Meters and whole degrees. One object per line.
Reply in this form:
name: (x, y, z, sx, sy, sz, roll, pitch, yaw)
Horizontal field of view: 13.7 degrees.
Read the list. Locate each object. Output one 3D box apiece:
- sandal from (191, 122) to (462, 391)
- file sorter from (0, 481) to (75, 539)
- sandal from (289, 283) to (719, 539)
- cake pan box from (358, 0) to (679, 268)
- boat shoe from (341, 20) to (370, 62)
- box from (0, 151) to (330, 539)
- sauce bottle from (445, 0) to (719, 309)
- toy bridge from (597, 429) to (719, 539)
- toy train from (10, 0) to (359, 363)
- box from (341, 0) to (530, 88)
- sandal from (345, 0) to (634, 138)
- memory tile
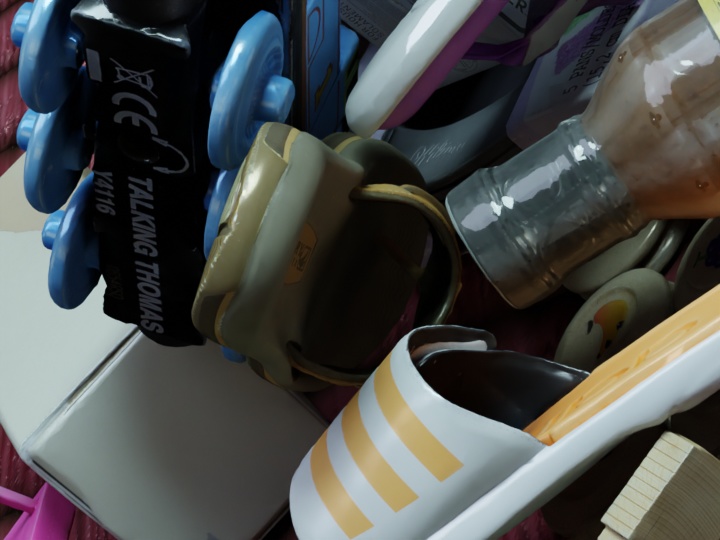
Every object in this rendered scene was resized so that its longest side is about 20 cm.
sandal: (0.000, 0.000, 0.857, 0.200, 0.054, 0.080, 19, -92, -80)
file sorter: (-0.205, 0.159, 1.044, 0.200, 0.125, 0.139, -51, 21, 45)
sandal: (0.041, 0.033, 0.832, 0.207, 0.059, 0.079, -36, 1, 15)
cake pan box: (0.074, -0.094, 1.002, 0.184, 0.052, 0.200, -19, 38, 56)
boat shoe: (-0.011, -0.128, 1.089, 0.072, 0.070, 0.201, -50, -9, -2)
box: (-0.089, 0.031, 1.090, 0.078, 0.095, 0.200, -47, 27, 1)
sauce bottle: (0.117, -0.057, 0.838, 0.200, 0.065, 0.065, -33, 30, 13)
toy bridge: (0.113, 0.101, 0.714, 0.067, 0.027, 0.200, -53, 31, -2)
toy train: (-0.049, -0.057, 0.905, 0.200, 0.087, 0.114, 90, -161, -57)
box: (0.039, -0.174, 0.977, 0.060, 0.117, 0.200, -19, 40, 57)
sandal: (0.069, -0.104, 0.891, 0.203, 0.050, 0.082, -50, -1, -30)
memory tile: (0.109, 0.014, 0.865, 0.153, 0.017, 0.200, -36, 31, 33)
